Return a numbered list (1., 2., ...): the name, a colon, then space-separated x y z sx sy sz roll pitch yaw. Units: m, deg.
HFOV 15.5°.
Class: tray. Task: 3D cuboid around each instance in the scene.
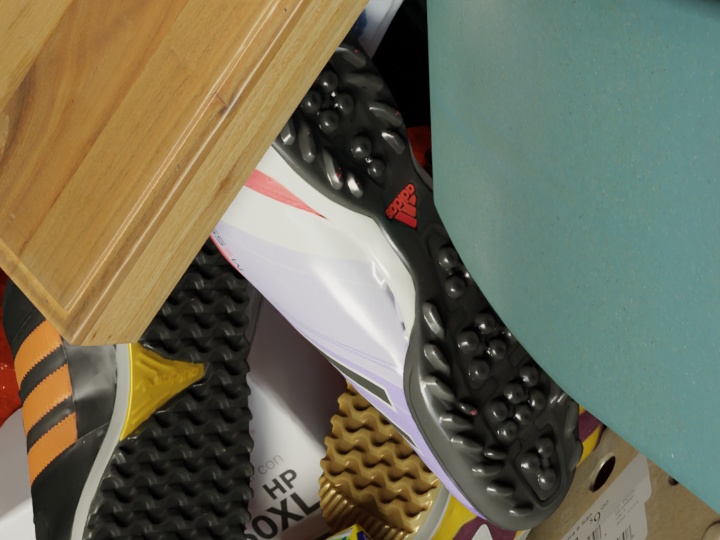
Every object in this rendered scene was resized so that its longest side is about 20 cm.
1. tray: -0.055 -0.086 0.780 0.099 0.037 0.200 45 114 24

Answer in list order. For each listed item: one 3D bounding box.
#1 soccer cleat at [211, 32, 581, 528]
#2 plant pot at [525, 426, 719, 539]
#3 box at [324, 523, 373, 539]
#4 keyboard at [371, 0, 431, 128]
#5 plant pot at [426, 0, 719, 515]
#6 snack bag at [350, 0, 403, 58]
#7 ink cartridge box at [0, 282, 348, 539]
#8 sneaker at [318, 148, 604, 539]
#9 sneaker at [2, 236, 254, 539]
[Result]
1. soccer cleat: 0.000 0.000 0.862 0.073 0.068 0.200 -15 115 49
2. plant pot: 0.156 0.139 0.938 0.177 0.200 0.200 31 119 -17
3. box: 0.022 0.176 0.942 0.070 0.065 0.200 -26 135 15
4. keyboard: -0.036 -0.120 0.890 0.104 0.040 0.200 -3 142 32
5. plant pot: 0.109 -0.037 0.754 0.141 0.200 0.142 -15 114 -27
6. snack bag: -0.087 -0.083 0.900 0.187 0.022 0.200 16 150 -7
7. ink cartridge box: -0.035 0.119 1.020 0.144 0.084 0.200 -33 111 20
8. sneaker: 0.057 0.016 0.949 0.090 0.075 0.201 24 92 -48
9. sneaker: -0.088 0.042 0.923 0.070 0.090 0.201 -2 101 -39
